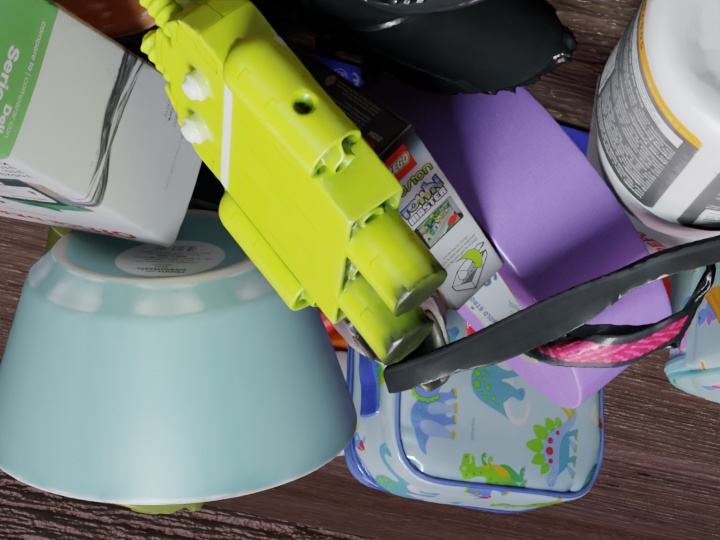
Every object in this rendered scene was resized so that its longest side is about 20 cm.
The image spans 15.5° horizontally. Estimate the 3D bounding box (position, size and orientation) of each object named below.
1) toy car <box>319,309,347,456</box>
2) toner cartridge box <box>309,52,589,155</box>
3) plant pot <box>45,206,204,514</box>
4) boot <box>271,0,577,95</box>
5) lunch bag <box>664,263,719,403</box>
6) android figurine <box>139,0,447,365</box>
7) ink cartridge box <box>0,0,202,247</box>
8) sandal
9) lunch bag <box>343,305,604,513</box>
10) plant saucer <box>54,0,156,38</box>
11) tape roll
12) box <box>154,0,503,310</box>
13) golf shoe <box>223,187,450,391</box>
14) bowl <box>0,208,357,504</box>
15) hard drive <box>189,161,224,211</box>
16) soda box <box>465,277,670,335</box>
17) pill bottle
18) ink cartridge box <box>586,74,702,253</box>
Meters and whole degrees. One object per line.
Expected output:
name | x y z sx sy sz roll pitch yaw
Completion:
toy car | -0.048 0.014 1.745 0.199 0.176 0.150 14 132 -18
toner cartridge box | 0.025 -0.074 1.509 0.199 0.043 0.095 14 165 -21
plant pot | -0.123 0.039 1.600 0.199 0.191 0.200 18 -171 -3
boot | 0.038 -0.127 1.203 0.197 0.074 0.162 7 167 44
lunch bag | 0.264 0.031 1.339 0.160 0.078 0.200 16 164 -28
android figurine | -0.037 -0.050 1.221 0.200 0.041 0.182 50 163 13
ink cartridge box | -0.186 -0.085 1.317 0.145 0.085 0.200 11 169 31
sandal | 0.109 0.029 1.245 0.199 0.045 0.075 -23 176 9
lunch bag | 0.068 0.043 1.628 0.160 0.201 0.082 8 165 -28
plant saucer | -0.188 -0.162 1.288 0.199 0.038 0.200 9 166 2
tape roll | 0.073 -0.026 1.373 0.200 0.066 0.200 50 172 10
box | -0.019 -0.065 1.309 0.200 0.035 0.110 38 168 45
golf shoe | 0.000 0.000 1.471 0.078 0.097 0.200 -37 143 11
bowl | -0.102 0.034 1.387 0.199 0.106 0.201 -2 -161 1
hard drive | -0.120 -0.070 1.543 0.199 0.033 0.140 15 -170 -24
soda box | 0.139 0.003 1.570 0.063 0.071 0.199 -9 176 37
pill bottle | 0.170 -0.082 1.210 0.116 0.117 0.200 10 168 -3
ink cartridge box | 0.235 -0.048 1.380 0.199 0.085 0.145 0 164 34
